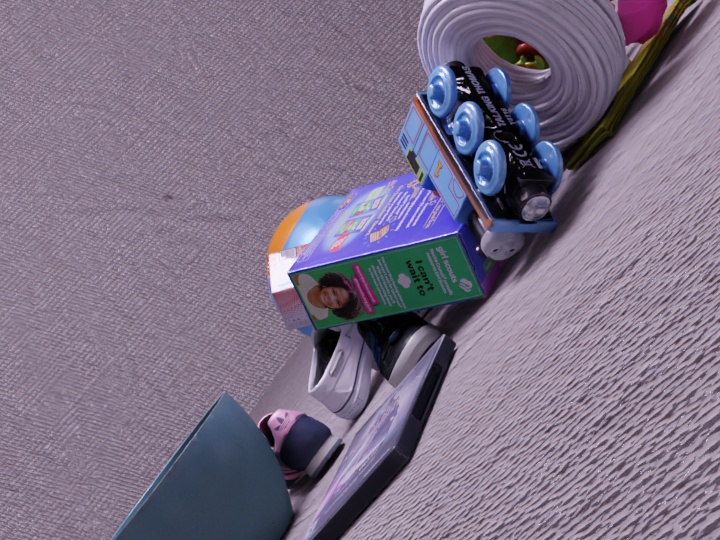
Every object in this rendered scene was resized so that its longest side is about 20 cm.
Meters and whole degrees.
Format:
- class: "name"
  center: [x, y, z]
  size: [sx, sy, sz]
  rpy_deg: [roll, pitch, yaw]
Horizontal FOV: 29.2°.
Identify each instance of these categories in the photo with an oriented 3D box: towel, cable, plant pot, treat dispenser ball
- class: "towel"
  center: [0.261, -0.182, 1.322]
  size: [0.201, 0.018, 0.086]
  rpy_deg: [-55, -2, -28]
- class: "cable"
  center: [0.144, -0.202, 1.267]
  size: [0.070, 0.199, 0.200]
  rpy_deg: [-61, -1, -32]
- class: "plant pot"
  center: [-0.148, 0.244, 1.409]
  size: [0.201, 0.134, 0.200]
  rpy_deg: [-52, 3, 4]
- class: "treat dispenser ball"
  center: [-0.033, -0.002, 1.924]
  size: [0.202, 0.200, 0.201]
  rpy_deg: [-52, 3, 4]

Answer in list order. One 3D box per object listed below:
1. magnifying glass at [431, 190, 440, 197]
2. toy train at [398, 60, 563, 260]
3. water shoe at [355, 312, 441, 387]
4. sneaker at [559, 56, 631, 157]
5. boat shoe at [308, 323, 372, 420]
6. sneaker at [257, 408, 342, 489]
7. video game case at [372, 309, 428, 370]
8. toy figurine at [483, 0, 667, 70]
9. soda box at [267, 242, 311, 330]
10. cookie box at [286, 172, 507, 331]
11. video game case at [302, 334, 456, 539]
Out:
- class: "magnifying glass"
  center: [0.110, -0.124, 1.372]
  size: [0.079, 0.023, 0.200]
  rpy_deg: [-15, 20, 29]
- class: "toy train"
  center: [0.107, -0.097, 1.217]
  size: [0.201, 0.086, 0.115]
  rpy_deg: [63, 145, 40]
- class: "water shoe"
  center: [0.026, 0.066, 1.378]
  size: [0.072, 0.079, 0.200]
  rpy_deg: [-52, 3, -3]
- class: "sneaker"
  center: [0.205, -0.179, 1.447]
  size: [0.201, 0.086, 0.078]
  rpy_deg: [-55, 4, -38]
- class: "boat shoe"
  center: [-0.021, 0.075, 1.556]
  size: [0.074, 0.066, 0.201]
  rpy_deg: [-45, 27, 29]
- class: "sneaker"
  center: [-0.078, 0.188, 1.516]
  size: [0.070, 0.082, 0.200]
  rpy_deg: [-53, 3, -22]
- class: "video game case"
  center: [0.082, 0.016, 1.666]
  size: [0.183, 0.022, 0.200]
  rpy_deg: [-52, 3, 21]
- class: "toy figurine"
  center: [0.205, -0.255, 1.310]
  size: [0.184, 0.198, 0.152]
  rpy_deg: [150, 134, -64]
- class: "soda box"
  center: [0.000, 0.000, 1.527]
  size: [0.198, 0.069, 0.064]
  rpy_deg: [-15, 46, 7]
- class: "cookie box"
  center: [0.053, -0.031, 1.355]
  size: [0.198, 0.076, 0.171]
  rpy_deg: [-14, 26, 34]
- class: "video game case"
  center: [0.016, 0.148, 1.167]
  size: [0.143, 0.019, 0.200]
  rpy_deg: [-51, 4, 27]
